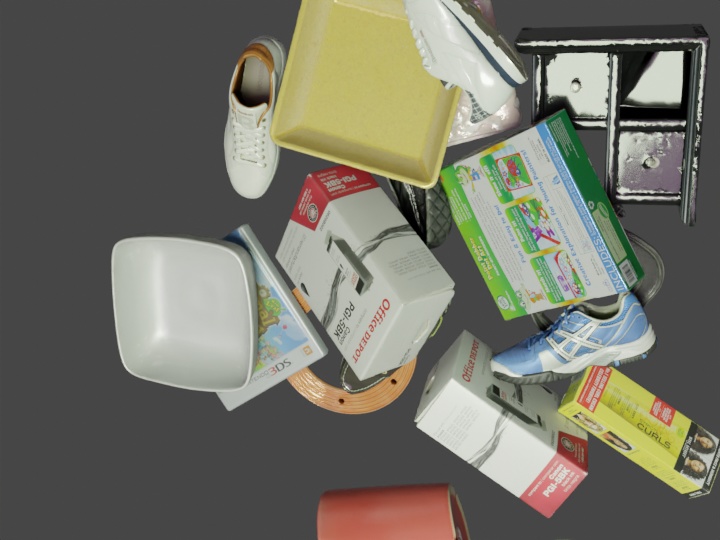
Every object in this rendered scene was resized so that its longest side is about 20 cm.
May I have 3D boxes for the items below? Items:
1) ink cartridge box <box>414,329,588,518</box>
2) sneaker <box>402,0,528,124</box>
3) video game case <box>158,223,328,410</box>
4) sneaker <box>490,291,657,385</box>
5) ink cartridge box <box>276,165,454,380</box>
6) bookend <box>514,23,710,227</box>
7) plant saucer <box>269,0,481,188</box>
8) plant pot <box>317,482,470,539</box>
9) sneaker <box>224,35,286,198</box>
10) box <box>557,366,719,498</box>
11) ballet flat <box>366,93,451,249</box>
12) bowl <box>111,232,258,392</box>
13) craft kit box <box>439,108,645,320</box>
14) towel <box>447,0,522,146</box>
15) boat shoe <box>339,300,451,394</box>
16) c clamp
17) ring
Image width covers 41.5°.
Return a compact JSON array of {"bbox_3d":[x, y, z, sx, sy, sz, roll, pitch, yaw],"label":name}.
[{"bbox_3d":[0.177,0.183,1.171,0.198,0.147,0.083,34,114,-2],"label":"ink cartridge box"},{"bbox_3d":[0.084,-0.248,0.986,0.080,0.076,0.201,-42,82,28],"label":"sneaker"},{"bbox_3d":[-0.165,0.066,1.268,0.181,0.022,0.202,-31,95,26],"label":"video game case"},{"bbox_3d":[0.248,0.080,1.137,0.197,0.076,0.078,-18,106,9],"label":"sneaker"},{"bbox_3d":[0.000,0.000,1.104,0.201,0.082,0.148,53,139,25],"label":"ink cartridge box"},{"bbox_3d":[0.270,-0.161,1.043,0.196,0.092,0.202,3,112,14],"label":"bookend"},{"bbox_3d":[0.018,-0.214,1.056,0.197,0.048,0.204,17,97,8],"label":"plant saucer"},{"bbox_3d":[0.054,0.374,1.264,0.174,0.201,0.203,-16,107,10],"label":"plant pot"},{"bbox_3d":[-0.137,-0.176,1.147,0.071,0.085,0.203,11,115,8],"label":"sneaker"},{"bbox_3d":[0.346,0.192,1.167,0.198,0.076,0.050,34,155,1],"label":"box"},{"bbox_3d":[0.052,-0.120,1.099,0.066,0.057,0.202,-24,97,28],"label":"ballet flat"},{"bbox_3d":[-0.216,0.046,1.226,0.196,0.075,0.203,7,110,18],"label":"bowl"},{"bbox_3d":[0.194,-0.054,1.068,0.196,0.048,0.202,-19,100,52],"label":"craft kit box"},{"bbox_3d":[0.072,-0.239,1.097,0.188,0.032,0.203,-14,108,19],"label":"towel"},{"bbox_3d":[0.035,0.090,1.198,0.071,0.061,0.202,40,115,-4],"label":"boat shoe"},{"bbox_3d":[0.270,0.005,1.147,0.169,0.027,0.202,28,115,-5],"label":"c clamp"},{"bbox_3d":[-0.020,0.096,1.259,0.197,0.019,0.204,5,112,13],"label":"ring"}]
